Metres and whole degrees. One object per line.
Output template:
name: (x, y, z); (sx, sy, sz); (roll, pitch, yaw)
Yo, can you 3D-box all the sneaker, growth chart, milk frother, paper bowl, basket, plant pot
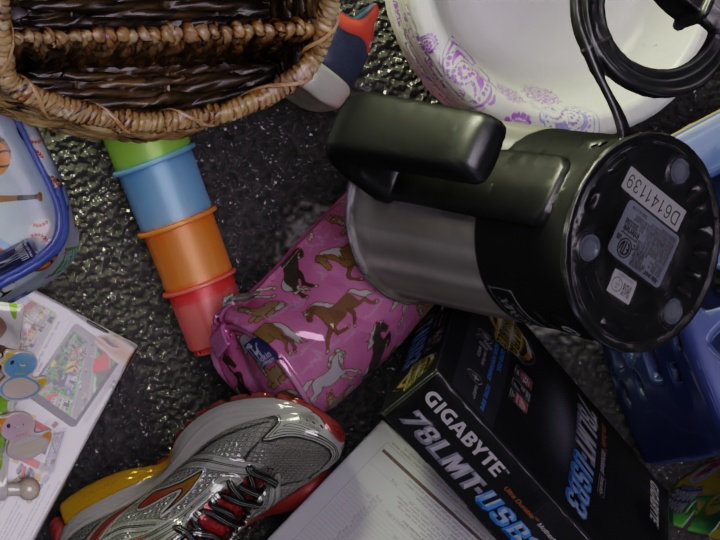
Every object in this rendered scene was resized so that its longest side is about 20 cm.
sneaker: (-0.089, 0.142, 1.454); (0.200, 0.082, 0.078); (-34, 131, 20)
growth chart: (-0.248, 0.057, 1.407); (0.144, 0.018, 0.201); (-8, 125, -6)
milk frother: (0.103, -0.077, 1.392); (0.200, 0.188, 0.181); (-50, 125, -21)
paper bowl: (0.112, -0.177, 1.528); (0.199, 0.104, 0.202); (0, 90, -14)
basket: (-0.112, -0.147, 1.370); (0.199, 0.149, 0.144); (-3, 84, -22)
sneaker: (-0.076, -0.181, 1.505); (0.200, 0.075, 0.085); (35, 79, -18)
plant pot: (0.236, -0.007, 1.515); (0.199, 0.200, 0.180); (-28, 89, -12)

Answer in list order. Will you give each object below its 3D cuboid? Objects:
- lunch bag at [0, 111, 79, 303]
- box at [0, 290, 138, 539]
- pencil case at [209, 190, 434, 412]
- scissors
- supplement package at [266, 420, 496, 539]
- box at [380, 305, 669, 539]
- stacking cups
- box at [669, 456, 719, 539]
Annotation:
lunch bag: (-0.259, -0.055, 1.439); (0.160, 0.076, 0.201); (-25, 83, -2)
box: (-0.226, 0.106, 1.486); (0.110, 0.035, 0.201); (30, 84, -11)
pencil case: (0.000, 0.000, 1.496); (0.200, 0.083, 0.087); (-46, 139, -23)
scissors: (-0.092, 0.158, 1.522); (0.200, 0.073, 0.014); (-35, 112, 13)
supplement package: (-0.010, 0.208, 1.479); (0.200, 0.110, 0.114); (-45, 68, -9)
box: (0.104, 0.109, 1.480); (0.050, 0.200, 0.199); (-40, 98, 18)
stacking cups: (-0.115, -0.048, 1.497); (0.060, 0.060, 0.201); (-22, 95, -12)
box: (0.282, 0.113, 1.561); (0.199, 0.117, 0.049); (-31, 96, -10)
